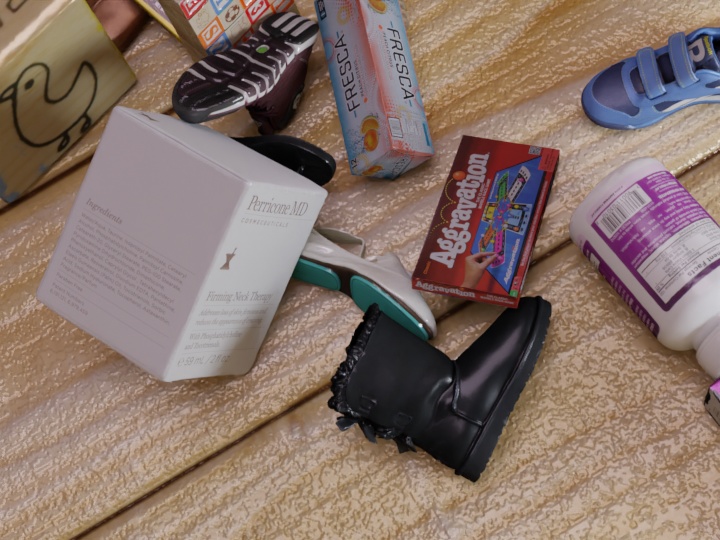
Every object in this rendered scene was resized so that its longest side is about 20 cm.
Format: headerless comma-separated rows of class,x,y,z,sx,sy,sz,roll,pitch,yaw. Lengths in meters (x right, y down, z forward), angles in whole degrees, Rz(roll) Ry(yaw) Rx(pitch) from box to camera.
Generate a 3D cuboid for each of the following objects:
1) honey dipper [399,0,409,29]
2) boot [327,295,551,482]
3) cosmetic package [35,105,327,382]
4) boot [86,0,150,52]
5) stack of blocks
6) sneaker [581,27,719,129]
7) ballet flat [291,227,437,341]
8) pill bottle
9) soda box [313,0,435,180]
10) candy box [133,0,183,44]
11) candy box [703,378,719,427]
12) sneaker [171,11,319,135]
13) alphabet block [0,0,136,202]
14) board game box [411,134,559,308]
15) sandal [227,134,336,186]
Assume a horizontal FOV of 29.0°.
honey dipper,0.045,-0.204,1.452,0.037,0.038,0.202,-14,72,5
boot,0.071,0.083,1.290,0.161,0.073,0.200,27,81,-3
cosmetic package,-0.168,-0.024,1.316,0.165,0.167,0.202,29,101,22
boot,-0.265,-0.369,1.566,0.200,0.068,0.188,-45,81,-2
stack of blocks,-0.134,-0.273,1.420,0.058,0.200,0.115,39,81,22
sneaker,0.313,-0.197,1.370,0.197,0.082,0.075,-15,69,7
ballet flat,0.000,0.000,1.369,0.198,0.070,0.070,26,76,21
pill bottle,0.293,0.001,1.282,0.112,0.112,0.201,-36,68,-4
soda box,0.013,-0.196,1.414,0.068,0.063,0.202,-28,67,42
candy box,-0.214,-0.332,1.509,0.200,0.026,0.102,41,86,2
candy box,0.419,0.152,1.227,0.136,0.061,0.201,-33,67,-5
sneaker,-0.111,-0.171,1.413,0.075,0.116,0.200,31,49,24
alphabet block,-0.390,-0.229,1.459,0.196,0.196,0.200,42,83,20
board game box,0.124,-0.052,1.346,0.102,0.020,0.201,9,50,15
sandal,-0.118,-0.101,1.422,0.198,0.076,0.048,5,58,22
